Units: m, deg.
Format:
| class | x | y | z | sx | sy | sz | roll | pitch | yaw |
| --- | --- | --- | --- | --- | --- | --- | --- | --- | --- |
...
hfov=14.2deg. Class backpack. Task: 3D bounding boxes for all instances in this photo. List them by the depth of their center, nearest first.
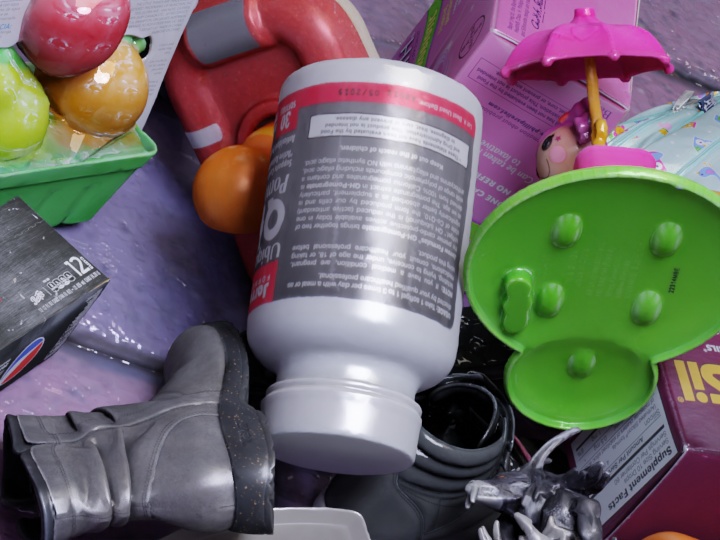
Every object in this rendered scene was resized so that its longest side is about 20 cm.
| class | x | y | z | sx | sy | sz | roll | pitch | yaw |
| --- | --- | --- | --- | --- | --- | --- | --- | --- | --- |
| backpack | 0.205 | -0.031 | 1.845 | 0.126 | 0.167 | 0.200 | 30 | 32 | 26 |

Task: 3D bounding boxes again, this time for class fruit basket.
| class | x | y | z | sx | sy | sz | roll | pitch | yaw |
| --- | --- | --- | --- | --- | --- | --- | --- | --- | --- |
| fruit basket | -0.167 | -0.117 | 1.548 | 0.094 | 0.200 | 0.185 | 38 | 31 | 29 |

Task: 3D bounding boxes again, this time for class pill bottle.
| class | x | y | z | sx | sy | sz | roll | pitch | yaw |
| --- | --- | --- | --- | --- | --- | --- | --- | --- | --- |
| pill bottle | 0.000 | 0.000 | 1.502 | 0.110 | 0.111 | 0.201 | 17 | 69 | -28 |

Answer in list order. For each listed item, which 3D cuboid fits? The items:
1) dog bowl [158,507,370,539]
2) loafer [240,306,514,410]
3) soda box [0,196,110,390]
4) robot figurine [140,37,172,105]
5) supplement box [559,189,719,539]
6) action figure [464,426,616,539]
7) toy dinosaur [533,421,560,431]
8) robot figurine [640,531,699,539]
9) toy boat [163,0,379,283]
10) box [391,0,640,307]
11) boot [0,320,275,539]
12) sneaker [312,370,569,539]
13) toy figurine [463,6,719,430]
| class | x | y | z | sx | sy | sz | roll | pitch | yaw |
| --- | --- | --- | --- | --- | --- | --- | --- | --- | --- |
| dog bowl | -0.018 | 0.184 | 1.378 | 0.199 | 0.059 | 0.200 | 3 | 23 | -1 |
| loafer | 0.008 | 0.063 | 1.610 | 0.200 | 0.070 | 0.068 | -4 | 47 | -28 |
| soda box | -0.214 | 0.036 | 1.441 | 0.071 | 0.063 | 0.200 | 42 | 33 | 8 |
| robot figurine | -0.104 | -0.178 | 1.749 | 0.125 | 0.150 | 0.200 | -24 | 65 | -26 |
| supplement box | 0.185 | 0.055 | 1.636 | 0.131 | 0.103 | 0.200 | 9 | 49 | -28 |
| action figure | 0.077 | 0.165 | 1.489 | 0.102 | 0.119 | 0.200 | 20 | 50 | -24 |
| toy dinosaur | 0.131 | 0.070 | 1.705 | 0.200 | 0.077 | 0.102 | 35 | 19 | -13 |
| robot figurine | 0.199 | 0.213 | 1.563 | 0.200 | 0.144 | 0.117 | 21 | 61 | -23 |
| toy boat | -0.047 | -0.056 | 1.613 | 0.131 | 0.130 | 0.200 | -40 | 110 | -51 |
| box | 0.074 | -0.098 | 1.742 | 0.097 | 0.200 | 0.176 | 29 | 35 | -11 |
| boot | -0.120 | 0.078 | 1.466 | 0.131 | 0.070 | 0.200 | -3 | 17 | -10 |
| sneaker | 0.071 | 0.103 | 1.591 | 0.200 | 0.099 | 0.071 | -6 | 51 | -47 |
| toy figurine | 0.125 | -0.046 | 1.556 | 0.150 | 0.200 | 0.184 | 4 | 47 | -4 |
